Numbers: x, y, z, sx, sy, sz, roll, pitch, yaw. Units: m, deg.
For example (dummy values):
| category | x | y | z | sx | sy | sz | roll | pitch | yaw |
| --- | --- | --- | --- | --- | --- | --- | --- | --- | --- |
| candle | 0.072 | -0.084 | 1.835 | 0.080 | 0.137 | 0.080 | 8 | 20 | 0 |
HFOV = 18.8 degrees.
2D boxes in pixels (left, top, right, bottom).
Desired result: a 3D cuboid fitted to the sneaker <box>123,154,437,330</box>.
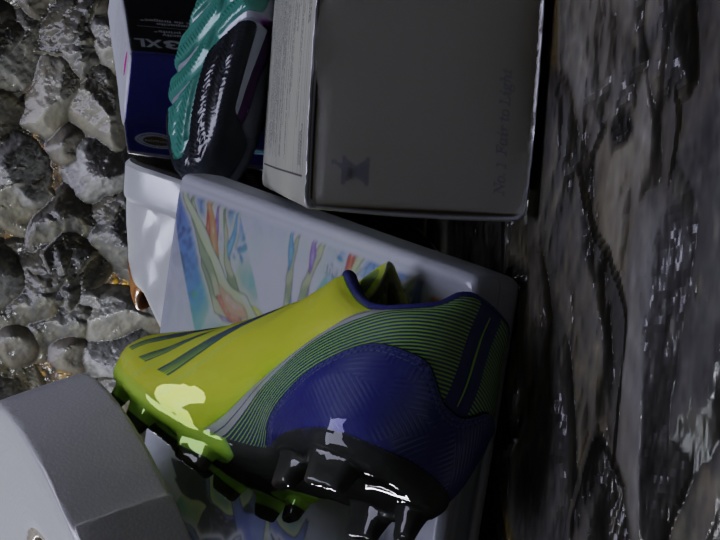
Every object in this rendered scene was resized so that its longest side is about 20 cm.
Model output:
| category | x | y | z | sx | sy | sz | roll | pitch | yaw |
| --- | --- | --- | --- | --- | --- | --- | --- | --- | --- |
| sneaker | -0.032 | 0.011 | 0.876 | 0.200 | 0.072 | 0.085 | 24 | 112 | 54 |

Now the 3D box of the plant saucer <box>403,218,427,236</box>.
| category | x | y | z | sx | sy | sz | roll | pitch | yaw |
| --- | --- | --- | --- | --- | --- | --- | --- | --- | --- |
| plant saucer | 0.000 | 0.000 | 0.969 | 0.200 | 0.032 | 0.202 | -176 | 90 | -84 |

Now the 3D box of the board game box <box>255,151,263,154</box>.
| category | x | y | z | sx | sy | sz | roll | pitch | yaw |
| --- | --- | --- | --- | --- | --- | --- | --- | --- | --- |
| board game box | -0.048 | 0.034 | 1.077 | 0.151 | 0.047 | 0.201 | 79 | -176 | -60 |

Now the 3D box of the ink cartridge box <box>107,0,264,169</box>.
| category | x | y | z | sx | sy | sz | roll | pitch | yaw |
| --- | --- | --- | --- | --- | --- | --- | --- | --- | --- |
| ink cartridge box | -0.063 | -0.096 | 0.988 | 0.200 | 0.094 | 0.037 | -108 | 26 | -63 |

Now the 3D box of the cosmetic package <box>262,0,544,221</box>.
| category | x | y | z | sx | sy | sz | roll | pitch | yaw |
| --- | --- | --- | --- | --- | --- | --- | --- | --- | --- |
| cosmetic package | 0.009 | -0.073 | 0.753 | 0.200 | 0.072 | 0.104 | -144 | 58 | -81 |

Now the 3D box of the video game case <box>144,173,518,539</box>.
| category | x | y | z | sx | sy | sz | roll | pitch | yaw |
| --- | --- | --- | --- | --- | --- | --- | --- | --- | --- |
| video game case | -0.023 | 0.072 | 0.766 | 0.200 | 0.022 | 0.184 | 21 | 104 | 56 |

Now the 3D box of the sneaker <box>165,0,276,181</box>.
| category | x | y | z | sx | sy | sz | roll | pitch | yaw |
| --- | --- | --- | --- | --- | --- | --- | --- | --- | --- |
| sneaker | -0.020 | -0.113 | 0.908 | 0.074 | 0.087 | 0.201 | -36 | 36 | 52 |

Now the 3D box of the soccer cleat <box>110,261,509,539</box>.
| category | x | y | z | sx | sy | sz | roll | pitch | yaw |
| --- | --- | --- | --- | --- | --- | --- | --- | --- | --- |
| soccer cleat | -0.017 | 0.036 | 0.705 | 0.200 | 0.065 | 0.084 | 4 | 61 | 60 |

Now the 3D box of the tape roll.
| category | x | y | z | sx | sy | sz | roll | pitch | yaw |
| --- | --- | --- | --- | --- | --- | --- | --- | --- | --- |
| tape roll | -0.083 | 0.135 | 0.760 | 0.203 | 0.037 | 0.204 | 162 | 90 | -71 |
